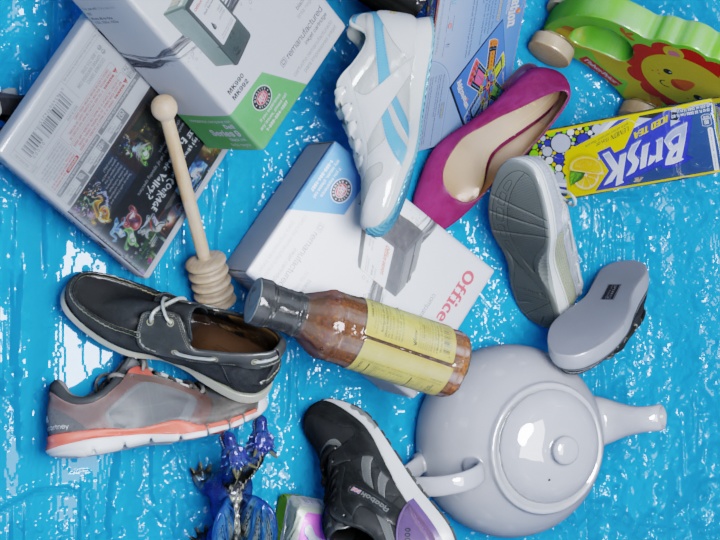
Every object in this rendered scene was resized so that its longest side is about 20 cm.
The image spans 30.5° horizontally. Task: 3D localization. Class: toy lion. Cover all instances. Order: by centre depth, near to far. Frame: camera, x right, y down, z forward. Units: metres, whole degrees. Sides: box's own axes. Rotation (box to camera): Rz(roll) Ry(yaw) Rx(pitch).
[{"bbox_3d":[0.287,-0.204,1.278,0.199,0.191,0.069,32,78,-19],"label":"toy lion"}]

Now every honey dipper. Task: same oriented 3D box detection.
[{"bbox_3d":[-0.145,-0.058,1.140,0.038,0.038,0.202,-22,119,-22],"label":"honey dipper"}]

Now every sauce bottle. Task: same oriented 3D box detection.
[{"bbox_3d":[-0.002,0.053,1.134,0.198,0.066,0.067,21,81,-20],"label":"sauce bottle"}]

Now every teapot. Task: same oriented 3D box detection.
[{"bbox_3d":[0.152,0.164,1.242,0.197,0.146,0.201,36,77,-18],"label":"teapot"}]

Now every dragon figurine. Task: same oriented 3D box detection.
[{"bbox_3d":[-0.109,0.223,1.154,0.058,0.099,0.202,-1,95,-22],"label":"dragon figurine"}]

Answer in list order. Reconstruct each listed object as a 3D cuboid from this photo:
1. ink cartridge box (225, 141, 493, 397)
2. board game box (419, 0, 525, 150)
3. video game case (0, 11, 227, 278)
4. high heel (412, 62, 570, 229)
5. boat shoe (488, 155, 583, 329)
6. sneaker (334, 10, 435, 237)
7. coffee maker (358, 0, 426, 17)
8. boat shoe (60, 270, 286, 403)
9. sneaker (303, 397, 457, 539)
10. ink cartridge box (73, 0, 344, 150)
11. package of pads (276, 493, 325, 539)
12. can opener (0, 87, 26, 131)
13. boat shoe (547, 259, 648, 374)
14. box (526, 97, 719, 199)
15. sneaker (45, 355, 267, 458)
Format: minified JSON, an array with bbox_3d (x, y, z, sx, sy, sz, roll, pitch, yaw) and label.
[{"bbox_3d":[0.000,0.000,1.210,0.199,0.084,0.146,38,79,-18],"label":"ink cartridge box"},{"bbox_3d":[0.101,-0.207,1.223,0.102,0.019,0.201,-17,136,-25],"label":"board game box"},{"bbox_3d":[-0.194,-0.126,1.126,0.182,0.023,0.201,44,67,-37],"label":"video game case"},{"bbox_3d":[0.118,-0.107,1.233,0.067,0.096,0.201,30,100,-19],"label":"high heel"},{"bbox_3d":[0.175,-0.033,1.267,0.065,0.074,0.203,-44,134,-28],"label":"boat shoe"},{"bbox_3d":[0.014,-0.127,1.145,0.080,0.077,0.202,8,75,-1],"label":"sneaker"},{"bbox_3d":[-0.028,-0.303,1.178,0.199,0.134,0.194,25,81,-20],"label":"coffee maker"},{"bbox_3d":[-0.159,0.043,1.135,0.198,0.068,0.072,23,50,-4],"label":"boat shoe"},{"bbox_3d":[-0.006,0.194,1.158,0.087,0.200,0.076,-20,141,-31],"label":"sneaker"},{"bbox_3d":[-0.127,-0.219,1.100,0.200,0.084,0.147,47,66,-37],"label":"ink cartridge box"},{"bbox_3d":[-0.014,0.316,1.211,0.153,0.068,0.202,12,85,-22],"label":"package of pads"},{"bbox_3d":[-0.269,-0.121,1.112,0.198,0.078,0.064,-4,92,-33],"label":"can opener"},{"bbox_3d":[0.239,0.055,1.285,0.200,0.068,0.057,-41,128,-51],"label":"boat shoe"},{"bbox_3d":[0.251,-0.113,1.262,0.064,0.198,0.071,-16,97,-61],"label":"box"},{"bbox_3d":[-0.176,0.110,1.145,0.198,0.077,0.083,-7,82,-25],"label":"sneaker"}]
